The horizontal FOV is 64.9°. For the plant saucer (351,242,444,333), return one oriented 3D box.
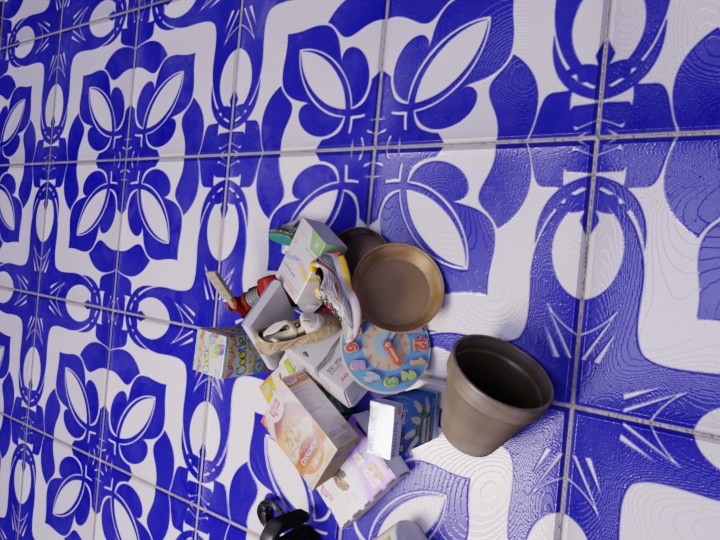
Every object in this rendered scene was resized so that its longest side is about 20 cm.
[{"bbox_3d":[0.079,0.040,1.217,0.198,0.035,0.202,1,70,-3],"label":"plant saucer"}]

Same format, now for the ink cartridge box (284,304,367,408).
[{"bbox_3d":[-0.053,0.188,1.280,0.199,0.083,0.147,30,62,32],"label":"ink cartridge box"}]

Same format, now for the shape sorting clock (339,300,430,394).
[{"bbox_3d":[0.054,0.160,1.206,0.039,0.198,0.202,127,127,-66],"label":"shape sorting clock"}]

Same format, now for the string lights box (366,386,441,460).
[{"bbox_3d":[0.090,0.304,1.146,0.059,0.199,0.104,6,91,34],"label":"string lights box"}]

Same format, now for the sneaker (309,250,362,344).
[{"bbox_3d":[-0.053,0.060,1.172,0.078,0.081,0.202,118,136,-60],"label":"sneaker"}]

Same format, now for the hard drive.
[{"bbox_3d":[-0.205,0.131,1.331,0.025,0.201,0.132,19,59,23],"label":"hard drive"}]

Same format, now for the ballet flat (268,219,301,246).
[{"bbox_3d":[-0.146,-0.091,1.415,0.199,0.074,0.075,14,95,36],"label":"ballet flat"}]

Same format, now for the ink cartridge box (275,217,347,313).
[{"bbox_3d":[-0.122,-0.001,1.283,0.117,0.067,0.201,46,117,43],"label":"ink cartridge box"}]

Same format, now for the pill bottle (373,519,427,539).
[{"bbox_3d":[0.050,0.633,1.210,0.200,0.111,0.111,-46,65,23],"label":"pill bottle"}]

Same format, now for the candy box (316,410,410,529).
[{"bbox_3d":[-0.013,0.450,1.286,0.200,0.071,0.168,-49,63,21],"label":"candy box"}]

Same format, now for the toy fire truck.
[{"bbox_3d":[-0.266,0.051,1.400,0.175,0.199,0.130,-23,75,31],"label":"toy fire truck"}]

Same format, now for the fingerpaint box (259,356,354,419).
[{"bbox_3d":[-0.133,0.314,1.373,0.167,0.073,0.201,-46,63,22],"label":"fingerpaint box"}]

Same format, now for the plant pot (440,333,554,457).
[{"bbox_3d":[0.235,0.250,1.075,0.200,0.199,0.175,39,124,29],"label":"plant pot"}]

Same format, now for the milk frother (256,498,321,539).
[{"bbox_3d":[-0.220,0.656,1.345,0.198,0.187,0.183,-9,82,33],"label":"milk frother"}]

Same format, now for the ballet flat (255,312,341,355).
[{"bbox_3d":[-0.139,0.131,1.247,0.198,0.066,0.071,-21,42,-6],"label":"ballet flat"}]

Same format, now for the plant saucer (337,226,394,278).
[{"bbox_3d":[0.000,0.000,1.323,0.199,0.034,0.203,-3,85,34],"label":"plant saucer"}]

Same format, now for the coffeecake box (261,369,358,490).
[{"bbox_3d":[-0.116,0.349,1.249,0.200,0.073,0.154,45,127,25],"label":"coffeecake box"}]

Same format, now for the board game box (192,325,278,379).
[{"bbox_3d":[-0.303,0.200,1.417,0.102,0.199,0.106,10,93,34],"label":"board game box"}]
